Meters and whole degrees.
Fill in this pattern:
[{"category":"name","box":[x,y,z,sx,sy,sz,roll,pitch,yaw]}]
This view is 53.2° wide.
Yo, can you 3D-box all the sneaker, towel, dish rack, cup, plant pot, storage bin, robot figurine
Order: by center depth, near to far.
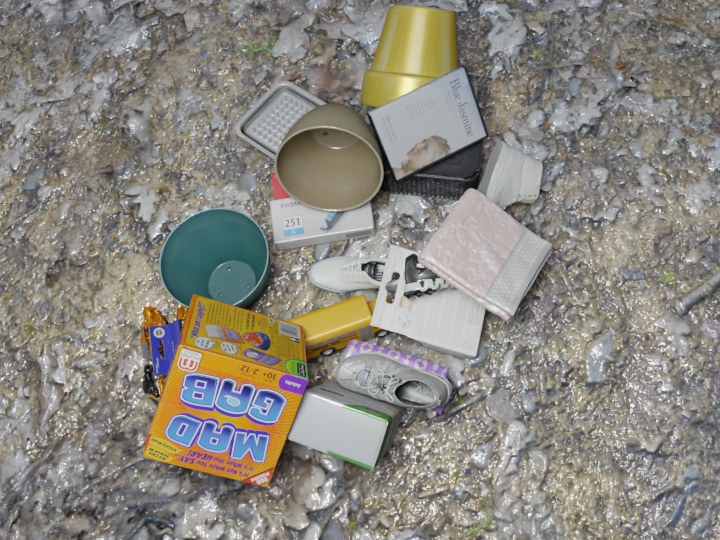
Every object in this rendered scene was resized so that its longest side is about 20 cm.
[{"category":"sneaker","box":[0.051,0.183,1.193,0.199,0.082,0.075,8,94,12]},{"category":"towel","box":[0.222,-0.033,1.252,0.191,0.032,0.200,35,54,6]},{"category":"sneaker","box":[0.167,-0.008,1.273,0.199,0.066,0.091,-7,80,-10]},{"category":"robot figurine","box":[-0.343,0.157,1.336,0.145,0.058,0.200,-15,69,-2]},{"category":"plant pot","box":[-0.256,0.001,1.343,0.199,0.135,0.201,-2,69,5]},{"category":"cup","box":[-0.053,-0.232,1.351,0.200,0.201,0.143,0,48,6]},{"category":"sneaker","box":[0.000,0.000,1.353,0.199,0.071,0.073,-1,70,5]},{"category":"sneaker","box":[0.279,-0.132,1.371,0.115,0.074,0.200,20,97,-15]},{"category":"plant pot","box":[0.109,-0.404,1.386,0.200,0.201,0.189,10,106,9]},{"category":"storage bin","box":[0.137,-0.225,1.411,0.199,0.094,0.136,7,71,7]},{"category":"dish rack","box":[-0.138,-0.288,1.482,0.200,0.044,0.172,34,72,16]}]

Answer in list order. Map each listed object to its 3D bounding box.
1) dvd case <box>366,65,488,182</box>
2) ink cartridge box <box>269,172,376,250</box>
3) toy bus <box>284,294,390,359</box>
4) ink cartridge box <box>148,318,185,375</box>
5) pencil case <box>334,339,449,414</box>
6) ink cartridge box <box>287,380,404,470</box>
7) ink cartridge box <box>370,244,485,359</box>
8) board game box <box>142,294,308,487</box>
[{"category":"dvd case","box":[0.126,-0.266,1.318,0.200,0.143,0.018,-27,25,-5]},{"category":"ink cartridge box","box":[-0.080,-0.141,1.428,0.199,0.045,0.177,-9,70,3]},{"category":"toy bus","box":[-0.036,0.100,1.312,0.200,0.078,0.065,-19,61,-1]},{"category":"ink cartridge box","box":[-0.277,0.134,1.307,0.199,0.037,0.095,-3,67,-23]},{"category":"pencil case","box":[0.057,0.185,1.271,0.199,0.084,0.086,13,42,11]},{"category":"ink cartridge box","box":[-0.017,0.249,1.191,0.144,0.200,0.084,17,90,11]},{"category":"ink cartridge box","box":[0.128,0.058,1.308,0.199,0.050,0.161,16,72,-3]},{"category":"board game box","box":[-0.214,0.189,1.166,0.199,0.200,0.200,18,107,-13]}]
